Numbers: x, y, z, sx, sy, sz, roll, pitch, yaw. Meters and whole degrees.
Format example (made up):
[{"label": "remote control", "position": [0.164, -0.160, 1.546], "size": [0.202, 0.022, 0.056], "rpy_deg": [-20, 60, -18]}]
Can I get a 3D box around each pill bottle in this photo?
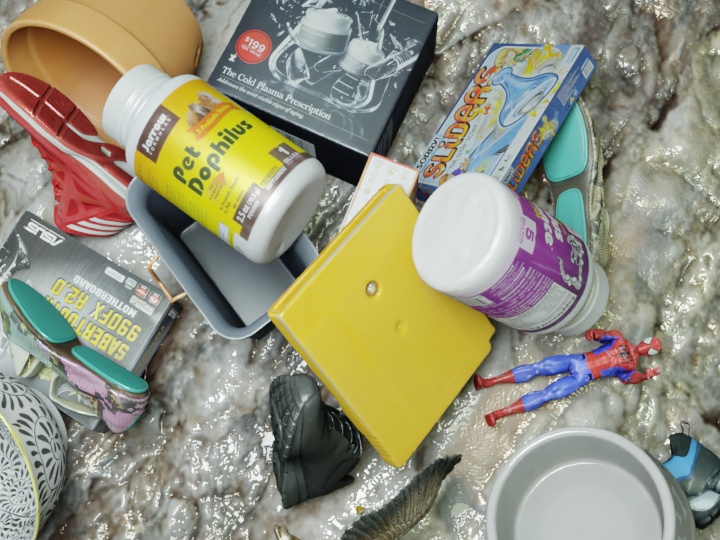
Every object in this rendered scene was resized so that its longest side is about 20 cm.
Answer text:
[{"label": "pill bottle", "position": [0.149, -0.005, 0.823], "size": [0.111, 0.199, 0.114], "rpy_deg": [-22, 57, 38]}, {"label": "pill bottle", "position": [-0.137, -0.103, 0.802], "size": [0.199, 0.109, 0.110], "rpy_deg": [35, 79, 10]}]

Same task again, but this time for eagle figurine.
[{"label": "eagle figurine", "position": [0.020, 0.269, 0.832], "size": [0.196, 0.153, 0.153], "rpy_deg": [-11, 55, 4]}]

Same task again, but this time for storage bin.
[{"label": "storage bin", "position": [-0.138, -0.015, 0.904], "size": [0.145, 0.135, 0.201], "rpy_deg": [-37, 76, -8]}]

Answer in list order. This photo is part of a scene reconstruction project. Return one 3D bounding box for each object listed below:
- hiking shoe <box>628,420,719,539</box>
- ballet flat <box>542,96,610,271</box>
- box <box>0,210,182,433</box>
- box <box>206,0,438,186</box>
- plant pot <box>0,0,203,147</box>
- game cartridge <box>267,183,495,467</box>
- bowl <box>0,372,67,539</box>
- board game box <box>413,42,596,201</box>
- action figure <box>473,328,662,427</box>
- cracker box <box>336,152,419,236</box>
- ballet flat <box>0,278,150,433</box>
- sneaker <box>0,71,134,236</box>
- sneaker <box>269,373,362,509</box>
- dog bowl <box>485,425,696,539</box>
[{"label": "hiking shoe", "position": [0.280, 0.247, 0.864], "size": [0.199, 0.075, 0.087], "rpy_deg": [-39, 58, -10]}, {"label": "ballet flat", "position": [0.239, -0.091, 0.948], "size": [0.075, 0.067, 0.204], "rpy_deg": [8, 75, -43]}, {"label": "box", "position": [-0.316, 0.053, 0.936], "size": [0.198, 0.048, 0.160], "rpy_deg": [30, 78, 9]}, {"label": "box", "position": [-0.039, -0.221, 0.970], "size": [0.197, 0.104, 0.184], "rpy_deg": [24, 76, 7]}, {"label": "plant pot", "position": [-0.262, -0.229, 0.947], "size": [0.198, 0.201, 0.141], "rpy_deg": [24, 60, 8]}, {"label": "game cartridge", "position": [0.029, 0.052, 0.820], "size": [0.177, 0.032, 0.201], "rpy_deg": [-47, 117, -24]}, {"label": "bowl", "position": [-0.355, 0.174, 0.865], "size": [0.198, 0.094, 0.204], "rpy_deg": [11, 114, 27]}, {"label": "board game box", "position": [0.149, -0.156, 0.942], "size": [0.135, 0.034, 0.202], "rpy_deg": [18, 71, 51]}, {"label": "action figure", "position": [0.220, 0.100, 0.884], "size": [0.197, 0.099, 0.066], "rpy_deg": [-17, 76, -5]}, {"label": "cracker box", "position": [0.000, 0.000, 0.896], "size": [0.057, 0.134, 0.203], "rpy_deg": [21, 78, 6]}, {"label": "ballet flat", "position": [-0.299, 0.092, 0.873], "size": [0.199, 0.069, 0.072], "rpy_deg": [36, 99, 10]}, {"label": "sneaker", "position": [-0.320, -0.106, 0.923], "size": [0.115, 0.079, 0.200], "rpy_deg": [-39, 112, 23]}, {"label": "sneaker", "position": [-0.041, 0.156, 0.835], "size": [0.089, 0.201, 0.077], "rpy_deg": [-9, 55, -10]}, {"label": "dog bowl", "position": [0.208, 0.239, 0.821], "size": [0.197, 0.059, 0.203], "rpy_deg": [-14, 55, 20]}]
